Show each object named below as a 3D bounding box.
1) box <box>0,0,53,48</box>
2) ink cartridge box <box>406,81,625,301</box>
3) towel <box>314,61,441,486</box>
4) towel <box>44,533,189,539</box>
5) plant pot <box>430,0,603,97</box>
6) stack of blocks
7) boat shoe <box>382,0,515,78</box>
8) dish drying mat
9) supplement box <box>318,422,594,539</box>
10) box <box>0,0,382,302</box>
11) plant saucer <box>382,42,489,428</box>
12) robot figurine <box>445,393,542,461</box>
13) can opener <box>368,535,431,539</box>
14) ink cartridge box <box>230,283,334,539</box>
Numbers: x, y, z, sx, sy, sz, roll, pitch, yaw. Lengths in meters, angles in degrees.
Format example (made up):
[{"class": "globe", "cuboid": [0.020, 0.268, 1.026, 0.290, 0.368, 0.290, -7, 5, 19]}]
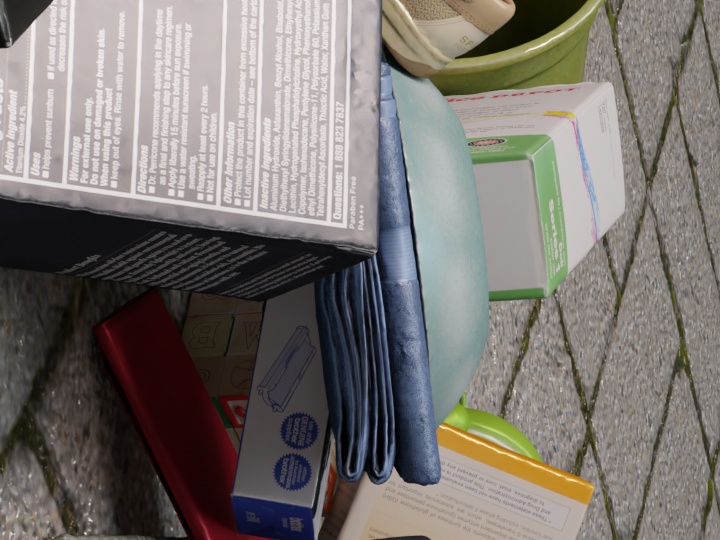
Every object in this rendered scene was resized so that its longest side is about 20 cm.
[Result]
[{"class": "box", "cuboid": [-0.200, -0.149, 1.017, 0.149, 0.200, 0.124, -59, 140, -58]}, {"class": "ink cartridge box", "cuboid": [0.057, -0.043, 1.650, 0.200, 0.145, 0.084, -40, 124, -67]}, {"class": "towel", "cuboid": [0.000, 0.000, 1.383, 0.112, 0.048, 0.200, -127, -150, -85]}, {"class": "towel", "cuboid": [-0.112, 0.229, 1.479, 0.200, 0.035, 0.193, 18, 66, -67]}, {"class": "plant pot", "cuboid": [0.066, -0.137, 1.852, 0.184, 0.200, 0.201, 82, 15, -50]}, {"class": "stack of blocks", "cuboid": [-0.045, 0.027, 1.655, 0.115, 0.059, 0.200, 65, 28, -47]}, {"class": "boat shoe", "cuboid": [-0.001, -0.190, 1.407, 0.200, 0.064, 0.071, 54, 21, -9]}, {"class": "dish drying mat", "cuboid": [-0.080, 0.109, 1.511, 0.200, 0.018, 0.077, 64, 23, -5]}, {"class": "supplement box", "cuboid": [0.031, 0.185, 1.624, 0.074, 0.126, 0.200, -168, -79, -80]}, {"class": "box", "cuboid": [-0.104, -0.103, 1.274, 0.198, 0.123, 0.200, 9, 75, -28]}, {"class": "plant saucer", "cuboid": [0.037, -0.018, 1.461, 0.201, 0.039, 0.201, 173, -90, -88]}, {"class": "robot figurine", "cuboid": [0.055, 0.167, 1.833, 0.200, 0.116, 0.176, -70, 151, -50]}, {"class": "can opener", "cuboid": [-0.023, 0.166, 1.483, 0.200, 0.063, 0.079, -17, 138, -48]}, {"class": "ink cartridge box", "cuboid": [-0.027, 0.030, 1.483, 0.094, 0.044, 0.200, 90, 8, -73]}]
